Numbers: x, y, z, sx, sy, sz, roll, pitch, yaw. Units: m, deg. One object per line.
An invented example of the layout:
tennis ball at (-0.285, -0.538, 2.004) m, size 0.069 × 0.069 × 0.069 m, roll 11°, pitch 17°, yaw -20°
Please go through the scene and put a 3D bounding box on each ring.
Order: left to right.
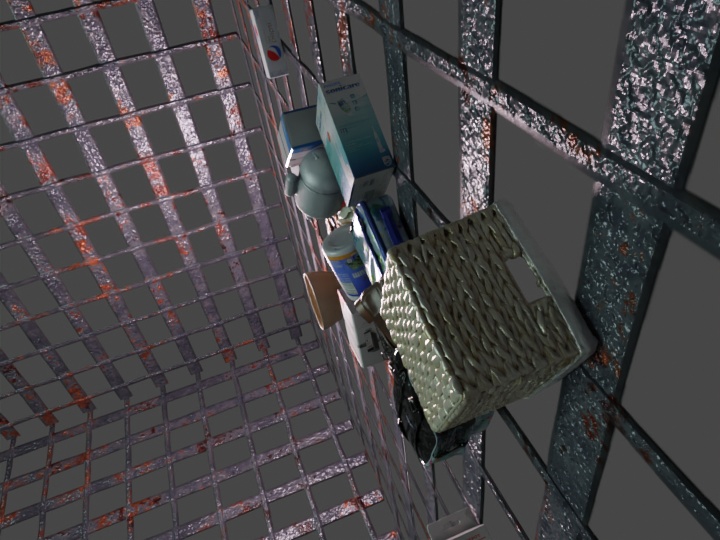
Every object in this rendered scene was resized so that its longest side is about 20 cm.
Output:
ring at (-0.075, -0.129, 1.701) m, size 0.200 × 0.019 × 0.201 m, roll 163°, pitch 90°, yaw -79°

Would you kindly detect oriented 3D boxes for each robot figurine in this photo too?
robot figurine at (-0.083, -0.192, 1.203) m, size 0.200 × 0.169 × 0.113 m, roll 113°, pitch 145°, yaw -59°

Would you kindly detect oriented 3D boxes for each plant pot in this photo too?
plant pot at (-0.097, 0.084, 1.848) m, size 0.200 × 0.134 × 0.201 m, roll 161°, pitch 90°, yaw -79°

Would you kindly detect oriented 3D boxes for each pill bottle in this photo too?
pill bottle at (0.000, 0.000, 1.260) m, size 0.200 × 0.112 × 0.112 m, roll 62°, pitch 176°, yaw -32°

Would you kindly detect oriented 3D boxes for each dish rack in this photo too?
dish rack at (0.072, 0.148, 1.162) m, size 0.153 × 0.054 × 0.201 m, roll -160°, pitch 48°, yaw -75°

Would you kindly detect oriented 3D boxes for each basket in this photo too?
basket at (0.130, 0.063, 0.648) m, size 0.200 × 0.160 × 0.199 m, roll 91°, pitch 157°, yaw -64°

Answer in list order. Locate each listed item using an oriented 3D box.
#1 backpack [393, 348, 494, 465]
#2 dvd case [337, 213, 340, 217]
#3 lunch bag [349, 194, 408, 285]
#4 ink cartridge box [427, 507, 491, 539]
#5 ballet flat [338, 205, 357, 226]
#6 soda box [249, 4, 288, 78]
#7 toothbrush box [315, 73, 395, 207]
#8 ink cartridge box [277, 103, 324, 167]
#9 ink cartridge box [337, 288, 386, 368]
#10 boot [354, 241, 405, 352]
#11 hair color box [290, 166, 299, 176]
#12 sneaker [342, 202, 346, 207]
backpack at (0.130, 0.227, 0.929) m, size 0.200 × 0.150 × 0.178 m, roll 95°, pitch 158°, yaw -47°
dvd case at (-0.033, -0.141, 1.482) m, size 0.149 × 0.016 × 0.201 m, roll 92°, pitch 158°, yaw -61°
lunch bag at (0.050, -0.040, 1.083) m, size 0.161 × 0.082 × 0.201 m, roll 114°, pitch 135°, yaw -70°
ink cartridge box at (0.232, 0.619, 1.151) m, size 0.068 × 0.116 × 0.201 m, roll 92°, pitch 156°, yaw -64°
ballet flat at (-0.016, -0.132, 1.259) m, size 0.200 × 0.075 × 0.068 m, roll 131°, pitch 121°, yaw -78°
soda box at (-0.279, -0.697, 1.665) m, size 0.068 × 0.063 × 0.201 m, roll -129°, pitch 24°, yaw -61°
toothbrush box at (-0.015, -0.246, 1.049) m, size 0.146 × 0.085 × 0.201 m, roll 116°, pitch 135°, yaw -75°
ink cartridge box at (-0.107, -0.308, 1.238) m, size 0.200 × 0.144 × 0.085 m, roll 177°, pitch 76°, yaw -78°
ink cartridge box at (0.007, 0.159, 1.594) m, size 0.147 × 0.083 × 0.201 m, roll -124°, pitch 20°, yaw -56°
boot at (0.103, 0.058, 0.960) m, size 0.186 × 0.064 × 0.200 m, roll 38°, pitch 130°, yaw -4°
hair color box at (-0.197, -0.367, 1.801) m, size 0.200 × 0.060 × 0.099 m, roll -139°, pitch 33°, yaw -68°
sneaker at (-0.075, -0.201, 1.315) m, size 0.200 × 0.115 × 0.079 m, roll 93°, pitch 156°, yaw -53°
